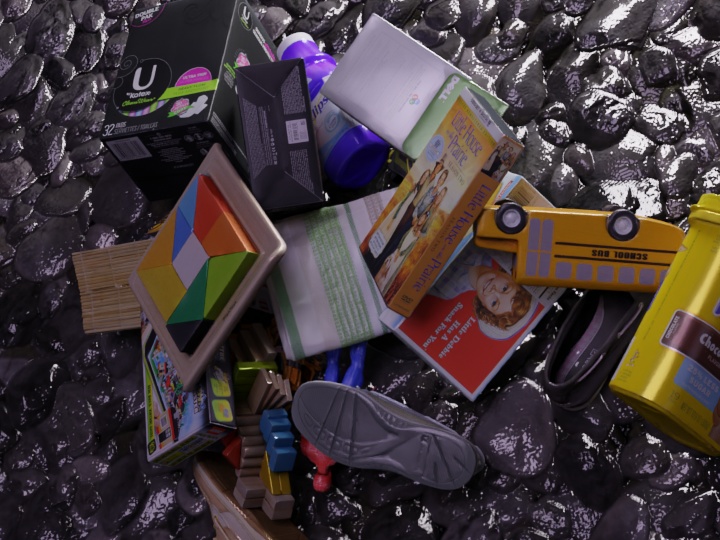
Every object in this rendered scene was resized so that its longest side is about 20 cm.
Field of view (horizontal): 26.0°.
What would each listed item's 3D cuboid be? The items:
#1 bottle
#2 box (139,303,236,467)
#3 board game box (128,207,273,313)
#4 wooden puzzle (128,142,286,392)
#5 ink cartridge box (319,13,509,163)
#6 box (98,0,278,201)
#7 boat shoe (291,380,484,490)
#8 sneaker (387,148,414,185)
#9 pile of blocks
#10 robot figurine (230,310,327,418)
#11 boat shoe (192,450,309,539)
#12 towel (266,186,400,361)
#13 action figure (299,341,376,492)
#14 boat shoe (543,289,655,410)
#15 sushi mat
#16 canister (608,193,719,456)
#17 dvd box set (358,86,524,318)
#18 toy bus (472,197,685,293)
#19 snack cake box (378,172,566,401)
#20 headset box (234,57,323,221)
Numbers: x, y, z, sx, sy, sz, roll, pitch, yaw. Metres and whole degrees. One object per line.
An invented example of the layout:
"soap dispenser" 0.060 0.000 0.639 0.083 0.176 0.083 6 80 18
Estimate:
"bottle" -0.037 -0.187 1.770 0.084 0.065 0.201 -55 49 36
"box" -0.180 0.088 1.613 0.110 0.035 0.202 -33 52 38
"board game box" -0.143 -0.024 1.741 0.199 0.035 0.126 16 45 30
"wooden puzzle" -0.164 -0.007 1.574 0.186 0.037 0.200 -55 41 20
"ink cartridge box" 0.063 -0.173 1.641 0.200 0.059 0.104 38 94 28
"box" -0.193 -0.203 1.809 0.147 0.125 0.202 -7 53 23
"boat shoe" 0.026 0.164 1.558 0.200 0.065 0.075 16 93 17
"sneaker" 0.062 -0.139 1.702 0.084 0.074 0.201 -25 59 14
"pile of blocks" -0.112 0.152 1.580 0.082 0.062 0.202 -39 58 50
"robot figurine" -0.128 0.092 1.696 0.198 0.058 0.146 0 70 26
"boat shoe" -0.120 0.265 1.606 0.200 0.073 0.070 44 115 40
"towel" 0.000 0.000 1.623 0.198 0.031 0.151 -15 76 -4
"action figure" -0.021 0.131 1.625 0.065 0.052 0.202 7 72 20
"boat shoe" 0.243 0.044 1.538 0.067 0.057 0.201 25 80 33
"sushi mat" -0.238 0.015 1.725 0.198 0.012 0.097 -8 89 33
"canister" 0.326 0.053 1.441 0.086 0.148 0.201 20 78 50
"dvd box set" 0.075 -0.068 1.518 0.201 0.029 0.147 -56 23 16
"toy bus" 0.206 -0.024 1.493 0.198 0.065 0.079 3 97 0
"snack cake box" 0.128 0.014 1.568 0.200 0.115 0.067 -49 17 -3
"headset box" -0.085 -0.133 1.662 0.074 0.200 0.150 -8 89 -2
